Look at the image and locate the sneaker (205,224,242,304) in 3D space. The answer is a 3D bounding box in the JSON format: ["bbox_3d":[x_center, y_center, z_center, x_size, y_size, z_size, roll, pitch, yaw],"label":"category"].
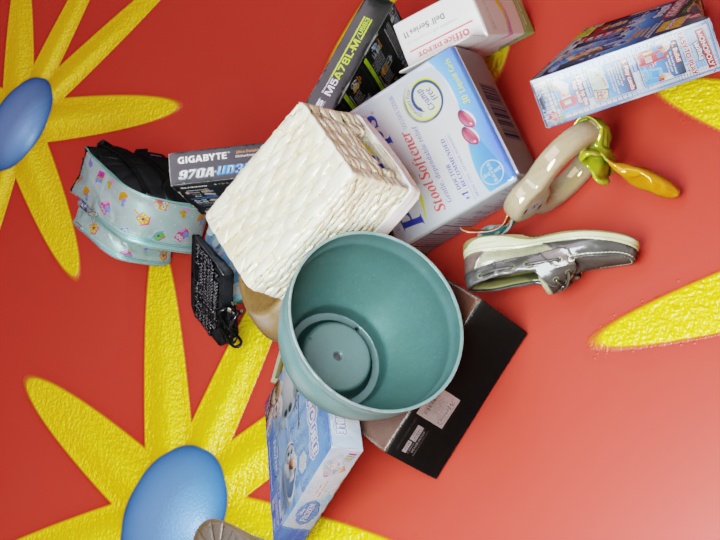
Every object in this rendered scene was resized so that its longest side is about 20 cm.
[{"bbox_3d":[-0.145,-0.035,1.709,0.199,0.079,0.132,-25,81,47],"label":"sneaker"}]

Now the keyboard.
[{"bbox_3d":[-0.201,0.043,1.690,0.040,0.200,0.104,-38,70,-25],"label":"keyboard"}]

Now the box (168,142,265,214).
[{"bbox_3d":[-0.132,-0.120,1.645,0.198,0.159,0.046,-6,79,7],"label":"box"}]

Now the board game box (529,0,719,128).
[{"bbox_3d":[0.320,-0.245,1.437,0.199,0.062,0.200,-11,21,35],"label":"board game box"}]

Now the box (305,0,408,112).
[{"bbox_3d":[0.003,-0.237,1.670,0.047,0.200,0.194,29,86,18],"label":"box"}]

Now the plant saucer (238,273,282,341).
[{"bbox_3d":[-0.101,-0.015,1.567,0.200,0.035,0.202,-25,59,52],"label":"plant saucer"}]

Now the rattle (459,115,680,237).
[{"bbox_3d":[0.233,-0.065,1.438,0.200,0.130,0.143,-42,85,-9],"label":"rattle"}]

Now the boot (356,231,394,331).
[{"bbox_3d":[0.000,0.000,1.523,0.201,0.069,0.174,68,156,3],"label":"boot"}]

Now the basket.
[{"bbox_3d":[-0.058,-0.071,1.416,0.200,0.123,0.136,-48,59,22],"label":"basket"}]

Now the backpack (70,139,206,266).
[{"bbox_3d":[-0.320,-0.092,1.887,0.199,0.175,0.154,28,103,45],"label":"backpack"}]

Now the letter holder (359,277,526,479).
[{"bbox_3d":[0.070,0.110,1.480,0.142,0.100,0.201,32,89,48],"label":"letter holder"}]

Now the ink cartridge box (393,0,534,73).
[{"bbox_3d":[0.123,-0.301,1.596,0.117,0.200,0.068,-22,89,30],"label":"ink cartridge box"}]

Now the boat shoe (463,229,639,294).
[{"bbox_3d":[0.211,-0.004,1.425,0.199,0.072,0.067,-2,71,19],"label":"boat shoe"}]

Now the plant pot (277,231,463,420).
[{"bbox_3d":[-0.007,0.076,1.378,0.134,0.199,0.202,136,144,-57],"label":"plant pot"}]

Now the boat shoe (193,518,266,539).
[{"bbox_3d":[-0.109,0.360,1.520,0.199,0.065,0.073,22,77,27],"label":"boat shoe"}]

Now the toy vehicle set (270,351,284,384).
[{"bbox_3d":[-0.039,0.058,1.656,0.124,0.026,0.202,-1,66,41],"label":"toy vehicle set"}]

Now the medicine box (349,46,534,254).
[{"bbox_3d":[0.089,-0.140,1.553,0.199,0.103,0.183,-31,77,24],"label":"medicine box"}]

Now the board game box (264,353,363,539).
[{"bbox_3d":[-0.061,0.185,1.513,0.201,0.043,0.200,-99,28,-42],"label":"board game box"}]
